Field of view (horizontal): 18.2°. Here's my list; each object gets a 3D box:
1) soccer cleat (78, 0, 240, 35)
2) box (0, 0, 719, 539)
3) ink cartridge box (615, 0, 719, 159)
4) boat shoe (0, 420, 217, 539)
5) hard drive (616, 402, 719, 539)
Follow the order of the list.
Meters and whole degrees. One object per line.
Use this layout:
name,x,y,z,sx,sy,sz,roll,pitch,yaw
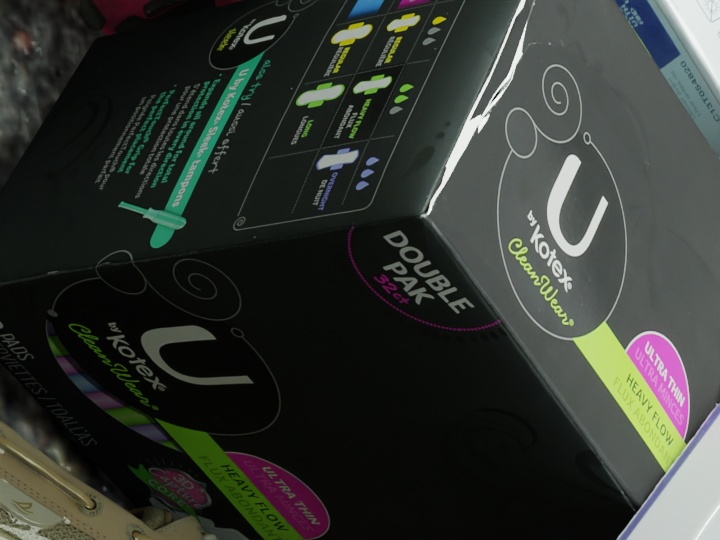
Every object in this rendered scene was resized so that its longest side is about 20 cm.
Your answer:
soccer cleat,-0.035,-0.096,0.822,0.200,0.070,0.086,42,38,-30
box,0.000,0.000,0.709,0.149,0.200,0.125,51,48,-32
ink cartridge box,0.206,-0.112,0.970,0.200,0.041,0.200,-30,87,-30
boat shoe,-0.068,0.106,0.718,0.200,0.071,0.065,36,56,-28
hard drive,0.118,0.155,0.665,0.132,0.025,0.200,-45,124,-39
